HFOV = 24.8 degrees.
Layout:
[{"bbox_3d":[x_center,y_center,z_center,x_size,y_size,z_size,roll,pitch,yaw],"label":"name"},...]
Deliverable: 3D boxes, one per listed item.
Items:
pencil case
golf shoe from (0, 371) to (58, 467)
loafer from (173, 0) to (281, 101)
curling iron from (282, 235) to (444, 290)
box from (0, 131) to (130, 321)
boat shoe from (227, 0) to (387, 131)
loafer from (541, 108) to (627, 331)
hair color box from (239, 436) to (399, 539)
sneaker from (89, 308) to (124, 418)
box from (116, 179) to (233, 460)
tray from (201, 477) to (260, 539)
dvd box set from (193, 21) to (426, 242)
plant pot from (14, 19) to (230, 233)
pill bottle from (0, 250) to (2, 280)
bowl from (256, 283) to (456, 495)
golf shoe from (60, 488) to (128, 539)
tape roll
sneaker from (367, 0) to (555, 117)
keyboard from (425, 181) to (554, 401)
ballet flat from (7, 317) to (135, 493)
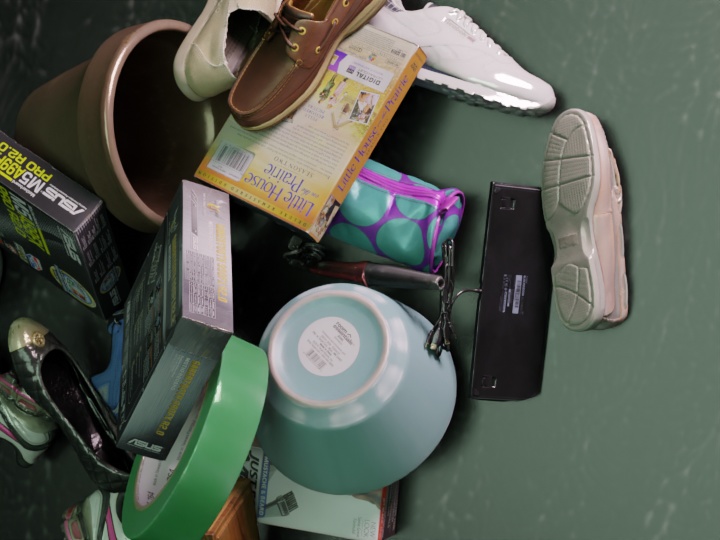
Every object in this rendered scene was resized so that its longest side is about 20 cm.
[{"bbox_3d":[-0.002,-0.071,1.544,0.199,0.085,0.093,23,141,16],"label":"pencil case"},{"bbox_3d":[-0.398,0.125,1.676,0.199,0.073,0.093,29,100,16],"label":"golf shoe"},{"bbox_3d":[-0.106,-0.245,1.556,0.068,0.076,0.201,7,65,37],"label":"loafer"},{"bbox_3d":[0.000,0.000,1.533,0.199,0.049,0.026,14,78,42],"label":"curling iron"},{"bbox_3d":[-0.308,-0.047,1.591,0.160,0.200,0.044,34,69,15],"label":"box"},{"bbox_3d":[-0.055,-0.217,1.485,0.072,0.068,0.200,39,88,33],"label":"boat shoe"},{"bbox_3d":[0.210,-0.045,1.499,0.072,0.062,0.202,-6,84,51],"label":"loafer"},{"bbox_3d":[-0.062,0.189,1.579,0.198,0.064,0.112,6,91,17],"label":"hair color box"},{"bbox_3d":[-0.204,0.054,1.617,0.089,0.078,0.201,38,101,12],"label":"sneaker"},{"bbox_3d":[-0.164,0.041,1.450,0.048,0.201,0.159,18,123,-19],"label":"box"},{"bbox_3d":[-0.120,0.307,1.541,0.037,0.099,0.202,0,113,18],"label":"tray"},{"bbox_3d":[-0.047,-0.140,1.506,0.146,0.029,0.201,25,81,31],"label":"dvd box set"},{"bbox_3d":[-0.236,-0.134,1.585,0.173,0.199,0.202,-2,90,36],"label":"plant pot"},{"bbox_3d":[-0.451,-0.005,1.633,0.108,0.200,0.110,0,91,18],"label":"pill bottle"},{"bbox_3d":[-0.018,0.093,1.500,0.199,0.105,0.202,-6,62,11],"label":"bowl"},{"bbox_3d":[-0.218,0.306,1.625,0.092,0.073,0.201,-31,81,14],"label":"golf shoe"},{"bbox_3d":[-0.149,0.153,1.462,0.048,0.200,0.202,25,99,-18],"label":"tape roll"},{"bbox_3d":[0.094,-0.201,1.525,0.199,0.076,0.081,22,87,15],"label":"sneaker"},{"bbox_3d":[0.119,0.019,1.508,0.126,0.021,0.202,5,91,-25],"label":"keyboard"},{"bbox_3d":[-0.277,0.128,1.609,0.057,0.066,0.201,-32,93,45],"label":"ballet flat"}]
